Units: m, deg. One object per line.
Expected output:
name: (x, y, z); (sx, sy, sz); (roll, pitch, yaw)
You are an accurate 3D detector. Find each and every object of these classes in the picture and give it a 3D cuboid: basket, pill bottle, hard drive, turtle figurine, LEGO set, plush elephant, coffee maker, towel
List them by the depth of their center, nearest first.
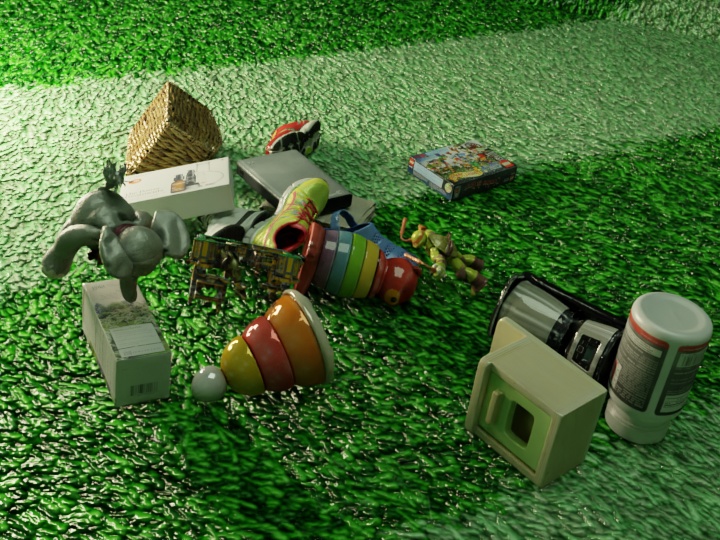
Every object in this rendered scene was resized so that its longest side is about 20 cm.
plush elephant: (-0.336, -0.033, 1.401); (0.163, 0.201, 0.155); (-13, 54, -41)
pill bottle: (0.423, 0.144, 1.426); (0.114, 0.203, 0.117); (7, 32, -4)
LEGO set: (-0.187, 0.018, 1.527); (0.197, 0.118, 0.153); (10, 4, -21)
coffee maker: (0.328, 0.088, 1.551); (0.198, 0.137, 0.191); (28, 36, 26)
turtle figurine: (0.143, -0.033, 1.704); (0.160, 0.065, 0.201); (31, 15, -20)
hard drive: (-0.125, -0.161, 1.853); (0.138, 0.033, 0.200); (-15, 39, -33)
towel: (-0.076, -0.114, 1.853); (0.197, 0.035, 0.133); (17, 32, 14)
basket: (-0.367, -0.248, 1.955); (0.142, 0.149, 0.201); (33, 22, -28)

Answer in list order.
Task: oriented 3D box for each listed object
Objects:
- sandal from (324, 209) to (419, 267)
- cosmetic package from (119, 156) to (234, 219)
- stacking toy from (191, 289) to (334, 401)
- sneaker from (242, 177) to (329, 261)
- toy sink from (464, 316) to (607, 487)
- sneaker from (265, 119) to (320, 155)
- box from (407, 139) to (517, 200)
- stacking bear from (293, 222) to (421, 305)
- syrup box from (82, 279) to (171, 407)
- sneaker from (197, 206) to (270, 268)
sandal: (0.010, -0.044, 1.718); (0.197, 0.088, 0.080); (19, 31, 12)
cosmetic package: (-0.323, -0.138, 1.743); (0.196, 0.053, 0.151); (-11, 24, -4)
stacking toy: (-0.147, 0.127, 1.395); (0.198, 0.148, 0.146); (-24, 43, -19)
sneaker: (-0.109, -0.081, 1.699); (0.090, 0.079, 0.201); (11, 53, 47)
toy sink: (0.223, 0.180, 1.385); (0.111, 0.132, 0.199); (-18, 42, -36)
sneaker: (-0.152, -0.261, 2.040); (0.083, 0.078, 0.200); (9, 23, 21)
box: (0.215, -0.214, 2.080); (0.198, 0.038, 0.136); (-19, 42, -37)
stacking bear: (0.000, 0.000, 1.634); (0.197, 0.123, 0.115); (17, 38, -7)
syrup box: (-0.336, 0.097, 1.408); (0.077, 0.083, 0.200); (-7, 34, -27)
sneaker: (-0.249, -0.062, 1.706); (0.114, 0.077, 0.200); (13, 23, 23)
